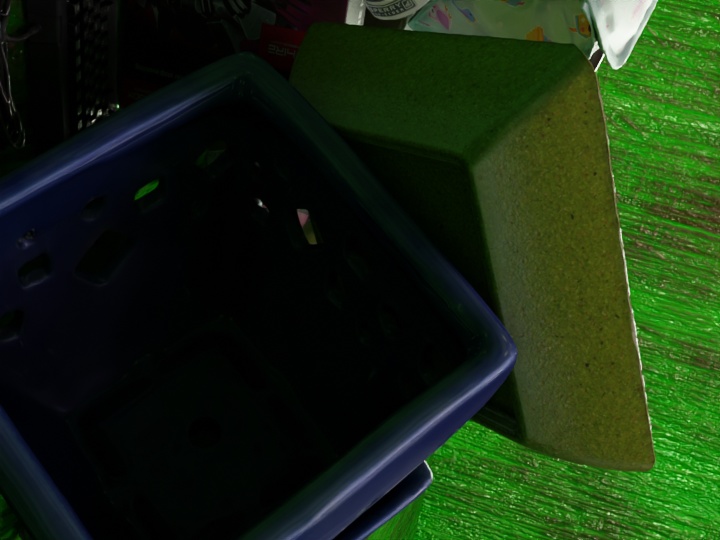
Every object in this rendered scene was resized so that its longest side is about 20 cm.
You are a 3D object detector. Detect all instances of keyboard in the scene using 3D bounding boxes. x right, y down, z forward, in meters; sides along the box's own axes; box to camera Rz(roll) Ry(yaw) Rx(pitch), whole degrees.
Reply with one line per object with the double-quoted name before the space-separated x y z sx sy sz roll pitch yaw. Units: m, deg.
"keyboard" -0.140 -0.116 0.543 0.127 0.021 0.201 -60 161 -53

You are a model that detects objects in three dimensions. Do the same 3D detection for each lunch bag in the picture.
"lunch bag" 0.131 -0.205 0.688 0.171 0.122 0.200 -59 -172 -9

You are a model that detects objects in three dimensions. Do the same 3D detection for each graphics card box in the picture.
"graphics card box" -0.055 -0.169 0.615 0.051 0.125 0.201 -53 157 -65

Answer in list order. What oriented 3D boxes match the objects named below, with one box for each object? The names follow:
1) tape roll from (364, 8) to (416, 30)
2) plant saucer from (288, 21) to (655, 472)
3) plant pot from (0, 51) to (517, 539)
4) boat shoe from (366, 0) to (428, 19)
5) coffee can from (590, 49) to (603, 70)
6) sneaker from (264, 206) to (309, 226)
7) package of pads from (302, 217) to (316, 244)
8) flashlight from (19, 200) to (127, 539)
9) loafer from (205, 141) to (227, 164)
"tape roll" -0.020 -0.191 0.738 0.202 0.070 0.204 -1 90 -66
"plant saucer" 0.036 -0.008 0.545 0.048 0.200 0.200 -28 118 -28
"plant pot" -0.073 0.057 0.536 0.200 0.200 0.180 -33 158 -22
"boat shoe" 0.023 -0.249 0.683 0.086 0.074 0.203 47 52 -42
"coffee can" 0.078 -0.218 0.901 0.146 0.200 0.147 -21 141 -18
"sneaker" -0.046 -0.028 0.862 0.200 0.082 0.070 -51 153 -30
"package of pads" 0.000 0.000 0.754 0.200 0.068 0.155 -50 171 -30
"flashlight" -0.141 0.066 0.663 0.068 0.068 0.201 4 102 -77
"loafer" -0.058 -0.140 0.821 0.070 0.070 0.200 63 37 -35
